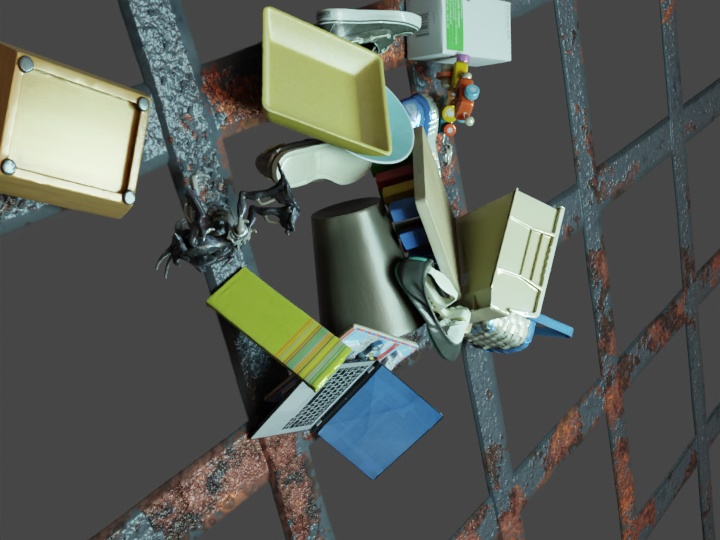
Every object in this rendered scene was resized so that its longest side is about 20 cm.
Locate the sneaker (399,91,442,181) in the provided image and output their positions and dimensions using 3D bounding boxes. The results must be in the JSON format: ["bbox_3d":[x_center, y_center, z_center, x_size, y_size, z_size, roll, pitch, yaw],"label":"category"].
[{"bbox_3d":[0.080,-0.191,1.375,0.088,0.078,0.202,-16,115,-21],"label":"sneaker"}]

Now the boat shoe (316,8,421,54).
[{"bbox_3d":[0.014,-0.365,1.276,0.199,0.070,0.064,-12,104,-37],"label":"boat shoe"}]

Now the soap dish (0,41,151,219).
[{"bbox_3d":[-0.331,-0.152,0.923,0.199,0.081,0.159,12,87,-48],"label":"soap dish"}]

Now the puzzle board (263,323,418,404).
[{"bbox_3d":[-0.027,0.155,1.239,0.150,0.200,0.017,20,38,-46],"label":"puzzle board"}]

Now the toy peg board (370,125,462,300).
[{"bbox_3d":[0.082,-0.080,1.291,0.200,0.097,0.201,-87,158,-49],"label":"toy peg board"}]

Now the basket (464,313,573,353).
[{"bbox_3d":[0.273,0.086,1.538,0.199,0.176,0.140,28,72,-34],"label":"basket"}]

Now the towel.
[{"bbox_3d":[-0.112,0.078,1.134,0.086,0.199,0.018,-44,163,-36],"label":"towel"}]

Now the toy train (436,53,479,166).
[{"bbox_3d":[0.143,-0.268,1.364,0.055,0.200,0.152,6,65,-7],"label":"toy train"}]

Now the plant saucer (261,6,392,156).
[{"bbox_3d":[-0.057,-0.251,1.152,0.199,0.048,0.201,16,51,-28],"label":"plant saucer"}]

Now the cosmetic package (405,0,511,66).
[{"bbox_3d":[0.170,-0.413,1.421,0.199,0.084,0.109,-11,101,-44],"label":"cosmetic package"}]

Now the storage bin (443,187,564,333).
[{"bbox_3d":[0.211,-0.006,1.330,0.093,0.200,0.200,24,71,-19],"label":"storage bin"}]

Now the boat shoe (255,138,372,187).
[{"bbox_3d":[-0.064,-0.162,1.221,0.199,0.059,0.073,-16,118,-43],"label":"boat shoe"}]

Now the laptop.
[{"bbox_3d":[-0.022,0.228,1.217,0.199,0.116,0.187,1,139,-46],"label":"laptop"}]

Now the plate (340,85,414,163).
[{"bbox_3d":[-0.008,-0.233,1.234,0.199,0.026,0.202,21,48,-24],"label":"plate"}]

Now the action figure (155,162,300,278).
[{"bbox_3d":[-0.180,-0.065,1.085,0.199,0.103,0.119,-24,152,-2],"label":"action figure"}]

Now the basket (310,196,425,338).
[{"bbox_3d":[0.000,0.000,1.266,0.179,0.136,0.202,-18,105,-15],"label":"basket"}]

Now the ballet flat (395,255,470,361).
[{"bbox_3d":[0.121,0.061,1.242,0.201,0.068,0.068,57,38,-30],"label":"ballet flat"}]
